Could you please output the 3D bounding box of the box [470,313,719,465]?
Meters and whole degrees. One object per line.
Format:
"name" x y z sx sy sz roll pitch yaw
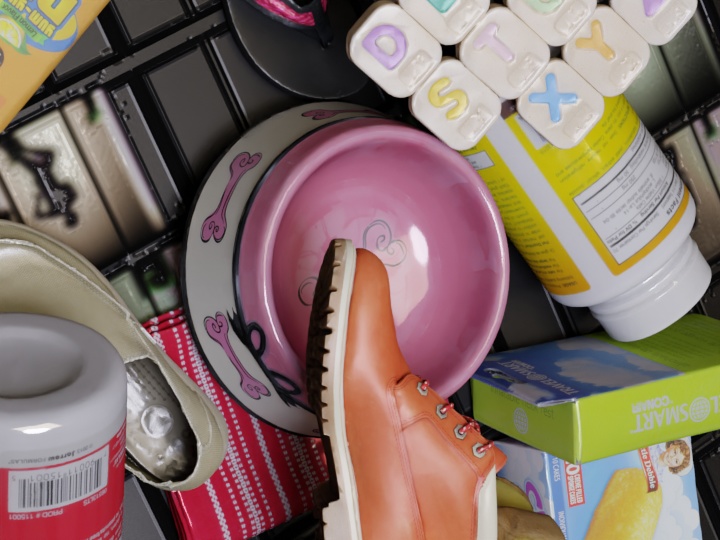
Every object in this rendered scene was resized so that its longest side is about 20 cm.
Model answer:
"box" 0.164 0.072 1.242 0.199 0.122 0.048 -10 104 -27

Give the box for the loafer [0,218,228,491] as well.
"loafer" -0.148 0.048 1.094 0.200 0.068 0.076 41 89 -13

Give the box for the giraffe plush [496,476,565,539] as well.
"giraffe plush" 0.015 0.216 1.153 0.161 0.173 0.201 8 70 -16

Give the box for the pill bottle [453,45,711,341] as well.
"pill bottle" 0.133 -0.055 1.233 0.109 0.109 0.200 -44 109 -20

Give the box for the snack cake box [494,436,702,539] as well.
"snack cake box" 0.158 0.198 1.273 0.114 0.067 0.202 -10 95 -26

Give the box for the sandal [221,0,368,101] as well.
"sandal" -0.054 -0.187 1.169 0.075 0.045 0.201 -35 106 -23

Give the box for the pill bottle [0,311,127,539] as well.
"pill bottle" -0.180 0.133 1.039 0.112 0.112 0.201 -10 122 -27

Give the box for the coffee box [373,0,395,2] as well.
"coffee box" 0.022 -0.259 1.188 0.114 0.080 0.200 -43 109 -22

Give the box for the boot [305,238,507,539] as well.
"boot" 0.024 0.078 1.077 0.106 0.075 0.202 -6 102 -5

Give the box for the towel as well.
"towel" -0.039 0.073 1.194 0.199 0.022 0.146 -22 101 -26

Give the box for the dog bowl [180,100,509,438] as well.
"dog bowl" 0.000 0.000 1.160 0.199 0.074 0.202 -1 92 -29

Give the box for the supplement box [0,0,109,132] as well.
"supplement box" -0.171 -0.163 1.097 0.066 0.069 0.200 42 74 -21

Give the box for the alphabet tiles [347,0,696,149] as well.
"alphabet tiles" 0.089 -0.168 1.114 0.195 0.015 0.200 40 96 -21
